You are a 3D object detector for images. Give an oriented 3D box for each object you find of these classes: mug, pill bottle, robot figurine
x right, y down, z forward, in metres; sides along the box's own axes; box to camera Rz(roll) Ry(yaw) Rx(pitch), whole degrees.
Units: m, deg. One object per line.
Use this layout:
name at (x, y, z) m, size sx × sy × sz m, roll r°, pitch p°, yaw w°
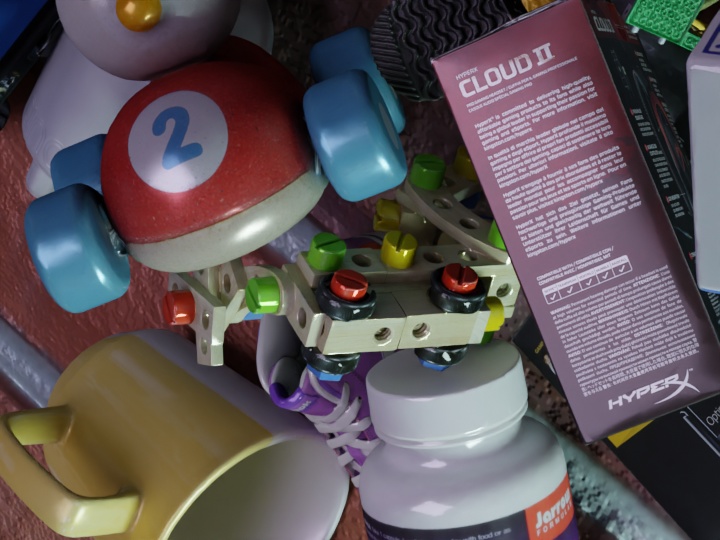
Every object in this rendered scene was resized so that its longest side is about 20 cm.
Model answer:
mug at (-0.115, 0.104, 1.286) m, size 0.149 × 0.187 × 0.153 m, roll -44°, pitch 56°, yaw -7°
pill bottle at (0.060, 0.142, 1.167) m, size 0.111 × 0.111 × 0.201 m, roll 4°, pitch 113°, yaw 38°
robot figurine at (-0.121, -0.110, 1.261) m, size 0.169 × 0.113 × 0.200 m, roll 37°, pitch 124°, yaw 8°

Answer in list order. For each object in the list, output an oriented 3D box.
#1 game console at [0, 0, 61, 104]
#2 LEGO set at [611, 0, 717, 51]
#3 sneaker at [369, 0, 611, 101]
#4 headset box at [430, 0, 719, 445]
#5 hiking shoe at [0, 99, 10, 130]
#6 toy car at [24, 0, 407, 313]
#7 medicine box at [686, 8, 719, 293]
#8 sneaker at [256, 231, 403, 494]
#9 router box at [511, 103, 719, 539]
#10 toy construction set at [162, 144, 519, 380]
game console at (-0.217, -0.167, 1.203) m, size 0.200 × 0.118 × 0.171 m, roll -43°, pitch 46°, yaw 34°
LEGO set at (0.187, -0.175, 0.989) m, size 0.116 × 0.153 × 0.201 m, roll -109°, pitch 34°, yaw -59°
sneaker at (0.101, -0.150, 1.102) m, size 0.199 × 0.090 × 0.070 m, roll -22°, pitch 102°, yaw 15°
headset box at (0.108, -0.036, 0.993) m, size 0.075 × 0.149 × 0.201 m, roll -22°, pitch 89°, yaw 15°
hiking shoe at (-0.256, -0.178, 1.377) m, size 0.087 × 0.074 × 0.201 m, roll -174°, pitch 89°, yaw -69°
toy car at (-0.097, -0.114, 1.097) m, size 0.184 × 0.177 × 0.201 m, roll -22°, pitch 107°, yaw 8°
medicine box at (0.239, -0.072, 0.835) m, size 0.181 × 0.200 × 0.103 m, roll 9°, pitch 126°, yaw 24°
sneaker at (-0.006, 0.087, 1.222) m, size 0.072 × 0.114 × 0.202 m, roll -13°, pitch 95°, yaw 39°
router box at (0.186, 0.019, 1.086) m, size 0.157 × 0.052 × 0.200 m, roll 49°, pitch 127°, yaw 19°
toy construction set at (0.000, 0.000, 1.127) m, size 0.131 × 0.199 × 0.092 m, roll -124°, pitch 25°, yaw -45°
